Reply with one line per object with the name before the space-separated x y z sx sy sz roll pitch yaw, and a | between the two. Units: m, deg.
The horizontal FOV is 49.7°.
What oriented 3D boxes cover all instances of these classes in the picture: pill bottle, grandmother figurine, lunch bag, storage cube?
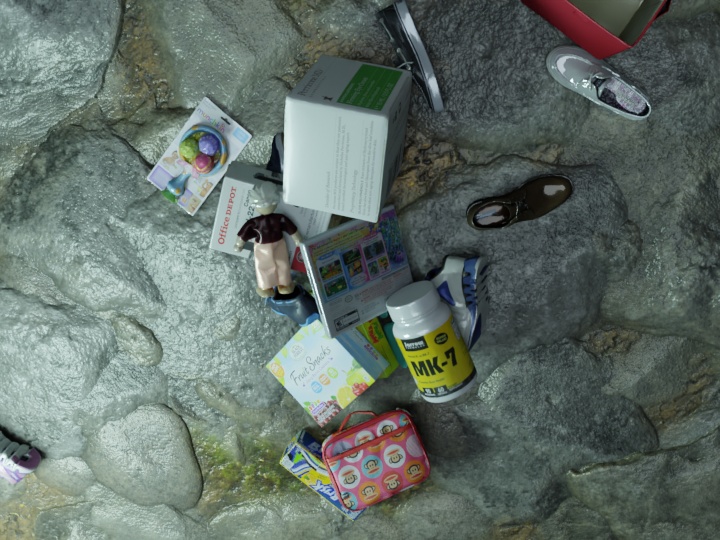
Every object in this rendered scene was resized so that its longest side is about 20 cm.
pill bottle | 0.127 0.128 1.416 0.113 0.114 0.201 -21 108 14
grandmother figurine | -0.160 -0.055 1.338 0.120 0.060 0.202 -14 117 -25
lunch bag | 0.026 0.362 1.547 0.198 0.082 0.178 -23 86 -6
storage cube | 0.379 -0.454 1.209 0.199 0.180 0.172 34 99 -4

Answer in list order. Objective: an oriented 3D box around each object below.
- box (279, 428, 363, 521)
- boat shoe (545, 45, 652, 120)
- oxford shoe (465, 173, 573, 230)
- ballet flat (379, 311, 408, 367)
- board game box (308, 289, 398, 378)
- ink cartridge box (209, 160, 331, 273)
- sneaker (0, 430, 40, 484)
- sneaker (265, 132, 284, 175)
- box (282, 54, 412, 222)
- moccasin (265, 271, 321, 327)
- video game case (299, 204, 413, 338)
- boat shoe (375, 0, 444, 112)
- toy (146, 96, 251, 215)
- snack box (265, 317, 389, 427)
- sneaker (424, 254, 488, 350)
box | -0.068 0.422 1.611 0.200 0.070 0.064 40 106 -4
boat shoe | 0.405 -0.314 1.318 0.199 0.069 0.072 36 108 -3
oxford shoe | 0.287 -0.113 1.390 0.198 0.084 0.073 -22 101 13
ballet flat | 0.068 0.086 1.492 0.073 0.073 0.201 -26 96 15
board game box | -0.014 0.113 1.500 0.101 0.048 0.201 -14 106 42
ink cartridge box | -0.159 -0.094 1.394 0.198 0.084 0.145 15 116 -7
sneaker | -0.811 0.403 1.716 0.199 0.081 0.089 35 116 -4
sneaker | -0.175 -0.154 1.453 0.107 0.070 0.202 -2 109 7
box | -0.021 -0.226 1.311 0.170 0.200 0.202 12 127 9
moccasin | -0.129 0.042 1.450 0.080 0.199 0.069 -39 116 -19
video game case | 0.000 0.000 1.398 0.199 0.024 0.184 -25 109 -27
boat shoe | 0.084 -0.362 1.348 0.068 0.074 0.201 -23 102 10
toy | -0.310 -0.210 1.467 0.115 0.047 0.200 39 109 -6
snack box | -0.067 0.182 1.494 0.169 0.068 0.200 47 129 3
sneaker | 0.177 0.048 1.464 0.114 0.080 0.201 17 126 28
